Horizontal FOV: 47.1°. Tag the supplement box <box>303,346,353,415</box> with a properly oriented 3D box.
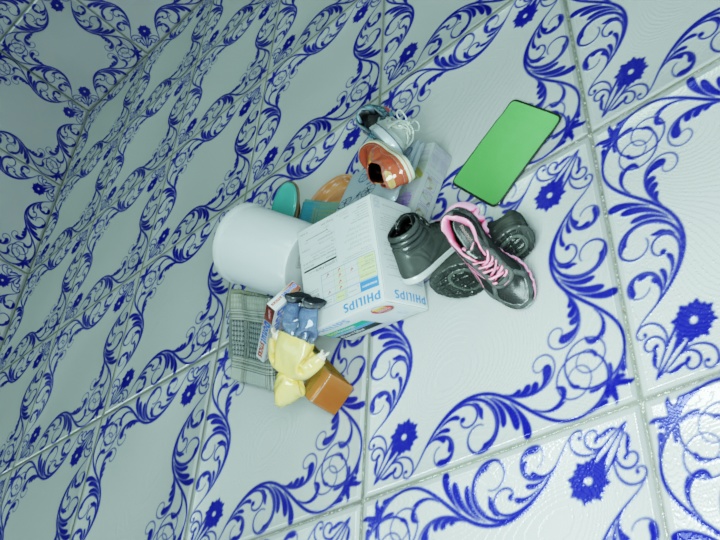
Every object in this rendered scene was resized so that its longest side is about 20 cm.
[{"bbox_3d":[-0.092,0.189,1.555,0.069,0.066,0.200,-55,34,0],"label":"supplement box"}]

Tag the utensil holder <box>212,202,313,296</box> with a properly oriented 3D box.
[{"bbox_3d":[-0.169,-0.033,1.663,0.199,0.170,0.171,18,75,35],"label":"utensil holder"}]

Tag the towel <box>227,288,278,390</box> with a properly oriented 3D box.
[{"bbox_3d":[-0.231,0.141,1.724,0.199,0.034,0.195,6,99,56],"label":"towel"}]

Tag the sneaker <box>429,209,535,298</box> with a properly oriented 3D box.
[{"bbox_3d":[0.200,-0.027,1.377,0.199,0.076,0.091,-32,29,21],"label":"sneaker"}]

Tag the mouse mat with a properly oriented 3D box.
[{"bbox_3d":[0.263,-0.217,1.507,0.201,0.008,0.161,-53,33,3],"label":"mouse mat"}]

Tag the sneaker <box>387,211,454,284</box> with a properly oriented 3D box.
[{"bbox_3d":[0.121,-0.072,1.428,0.070,0.100,0.200,-2,33,46],"label":"sneaker"}]

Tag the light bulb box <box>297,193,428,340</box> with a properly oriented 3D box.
[{"bbox_3d":[0.000,0.000,1.497,0.197,0.124,0.202,-25,64,38],"label":"light bulb box"}]

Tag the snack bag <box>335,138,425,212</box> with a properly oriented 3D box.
[{"bbox_3d":[0.030,-0.160,1.597,0.187,0.021,0.201,-24,29,36],"label":"snack bag"}]

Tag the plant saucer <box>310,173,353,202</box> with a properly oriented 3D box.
[{"bbox_3d":[-0.062,-0.117,1.808,0.199,0.037,0.202,-32,41,32],"label":"plant saucer"}]

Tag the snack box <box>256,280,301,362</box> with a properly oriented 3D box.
[{"bbox_3d":[-0.156,0.098,1.549,0.072,0.024,0.201,-43,-16,-32],"label":"snack box"}]

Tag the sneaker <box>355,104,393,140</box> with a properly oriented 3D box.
[{"bbox_3d":[0.030,-0.338,1.828,0.079,0.095,0.200,-50,33,7],"label":"sneaker"}]

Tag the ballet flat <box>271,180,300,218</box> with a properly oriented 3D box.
[{"bbox_3d":[-0.163,-0.093,1.815,0.067,0.072,0.202,8,89,22],"label":"ballet flat"}]

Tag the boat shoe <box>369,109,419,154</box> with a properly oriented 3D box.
[{"bbox_3d":[0.074,-0.271,1.615,0.086,0.075,0.202,-35,14,5],"label":"boat shoe"}]

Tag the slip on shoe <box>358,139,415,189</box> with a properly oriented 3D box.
[{"bbox_3d":[0.034,-0.193,1.524,0.061,0.075,0.200,-29,26,-10],"label":"slip on shoe"}]

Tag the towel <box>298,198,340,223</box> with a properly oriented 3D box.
[{"bbox_3d":[-0.098,-0.048,1.744,0.146,0.022,0.202,12,89,51],"label":"towel"}]

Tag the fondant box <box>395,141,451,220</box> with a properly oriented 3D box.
[{"bbox_3d":[0.083,-0.146,1.629,0.144,0.058,0.202,-4,60,50],"label":"fondant box"}]

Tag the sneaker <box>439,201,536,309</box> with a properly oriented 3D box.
[{"bbox_3d":[0.190,-0.018,1.273,0.079,0.095,0.200,-43,80,19],"label":"sneaker"}]

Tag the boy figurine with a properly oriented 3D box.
[{"bbox_3d":[-0.109,0.144,1.446,0.123,0.064,0.202,13,100,28],"label":"boy figurine"}]
